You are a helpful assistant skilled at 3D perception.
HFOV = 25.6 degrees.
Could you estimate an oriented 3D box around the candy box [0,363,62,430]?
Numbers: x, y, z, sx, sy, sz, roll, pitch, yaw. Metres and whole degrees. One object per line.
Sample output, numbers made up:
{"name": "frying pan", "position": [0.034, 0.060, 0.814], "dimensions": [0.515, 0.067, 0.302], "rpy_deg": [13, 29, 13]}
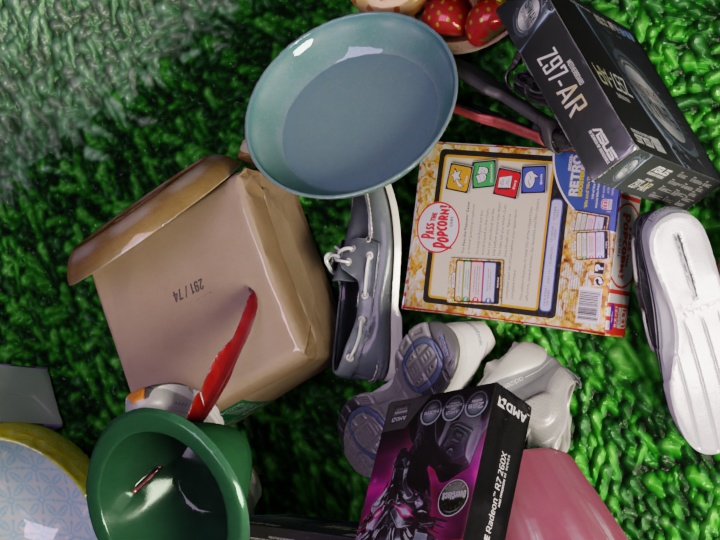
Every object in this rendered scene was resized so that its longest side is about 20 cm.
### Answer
{"name": "candy box", "position": [-0.438, 0.166, 1.633], "dimensions": [0.199, 0.167, 0.072], "rpy_deg": [-30, 69, 27]}

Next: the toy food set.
{"name": "toy food set", "position": [0.086, -0.296, 1.421], "dimensions": [0.199, 0.048, 0.199], "rpy_deg": [36, 104, 30]}

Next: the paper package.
{"name": "paper package", "position": [-0.130, 0.038, 1.493], "dimensions": [0.199, 0.103, 0.193], "rpy_deg": [-30, 71, 25]}

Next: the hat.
{"name": "hat", "position": [-0.118, 0.164, 1.368], "dimensions": [0.165, 0.176, 0.201], "rpy_deg": [37, 120, 15]}

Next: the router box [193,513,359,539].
{"name": "router box", "position": [-0.028, 0.252, 1.379], "dimensions": [0.198, 0.149, 0.063], "rpy_deg": [1, 85, 31]}

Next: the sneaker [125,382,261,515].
{"name": "sneaker", "position": [-0.148, 0.185, 1.430], "dimensions": [0.075, 0.201, 0.093], "rpy_deg": [-21, 40, 18]}

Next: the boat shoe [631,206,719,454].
{"name": "boat shoe", "position": [0.264, 0.044, 1.266], "dimensions": [0.071, 0.071, 0.203], "rpy_deg": [-13, 99, -5]}

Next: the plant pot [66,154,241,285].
{"name": "plant pot", "position": [-0.200, -0.054, 1.495], "dimensions": [0.199, 0.200, 0.028], "rpy_deg": [-30, 101, 26]}

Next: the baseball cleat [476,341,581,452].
{"name": "baseball cleat", "position": [0.106, 0.154, 1.329], "dimensions": [0.106, 0.070, 0.201], "rpy_deg": [37, 87, 27]}

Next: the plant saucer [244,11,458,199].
{"name": "plant saucer", "position": [-0.005, -0.139, 1.396], "dimensions": [0.197, 0.036, 0.202], "rpy_deg": [-10, 56, 15]}

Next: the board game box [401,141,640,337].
{"name": "board game box", "position": [0.138, -0.030, 1.364], "dimensions": [0.198, 0.046, 0.154], "rpy_deg": [7, 89, 32]}

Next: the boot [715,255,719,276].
{"name": "boot", "position": [0.380, -0.007, 1.197], "dimensions": [0.200, 0.073, 0.155], "rpy_deg": [44, 106, 26]}

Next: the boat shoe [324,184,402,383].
{"name": "boat shoe", "position": [0.000, 0.000, 1.423], "dimensions": [0.073, 0.061, 0.203], "rpy_deg": [169, 99, -75]}

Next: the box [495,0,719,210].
{"name": "box", "position": [0.199, -0.134, 1.246], "dimensions": [0.043, 0.199, 0.161], "rpy_deg": [-36, 68, 24]}

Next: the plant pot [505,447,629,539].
{"name": "plant pot", "position": [0.143, 0.251, 1.262], "dimensions": [0.199, 0.199, 0.180], "rpy_deg": [-36, 53, 24]}

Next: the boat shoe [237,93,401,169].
{"name": "boat shoe", "position": [-0.026, -0.133, 1.459], "dimensions": [0.198, 0.073, 0.066], "rpy_deg": [-2, 78, 26]}

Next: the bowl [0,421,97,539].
{"name": "bowl", "position": [-0.327, 0.226, 1.579], "dimensions": [0.197, 0.108, 0.203], "rpy_deg": [7, 117, 14]}

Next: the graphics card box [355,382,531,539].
{"name": "graphics card box", "position": [0.057, 0.192, 1.224], "dimensions": [0.125, 0.051, 0.202], "rpy_deg": [-15, 49, 46]}

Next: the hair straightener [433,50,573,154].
{"name": "hair straightener", "position": [0.128, -0.155, 1.351], "dimensions": [0.199, 0.041, 0.078], "rpy_deg": [32, 113, 51]}

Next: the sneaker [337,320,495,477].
{"name": "sneaker", "position": [0.052, 0.115, 1.391], "dimensions": [0.200, 0.087, 0.075], "rpy_deg": [-49, 64, 39]}
